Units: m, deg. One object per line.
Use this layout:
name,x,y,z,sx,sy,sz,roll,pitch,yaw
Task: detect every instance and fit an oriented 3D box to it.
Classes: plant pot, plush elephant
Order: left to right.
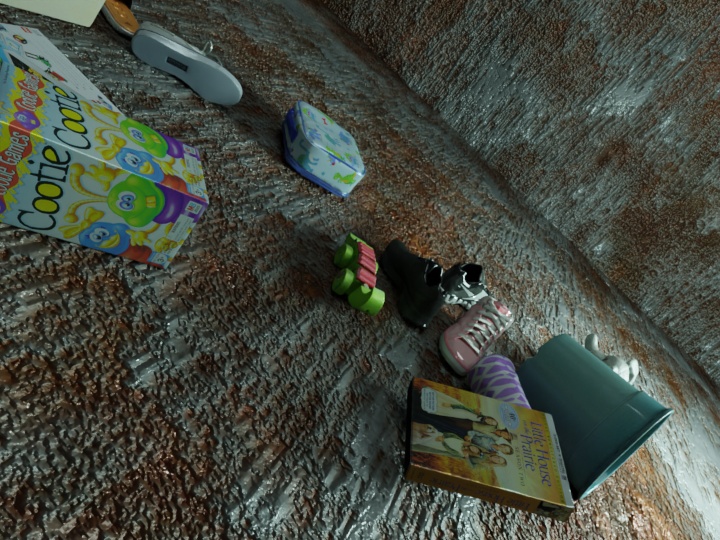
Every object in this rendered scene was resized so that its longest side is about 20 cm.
plant pot,0.358,0.224,0.915,0.199,0.202,0.196,10,32,-50
plush elephant,0.454,0.205,1.110,0.163,0.155,0.201,8,41,-51

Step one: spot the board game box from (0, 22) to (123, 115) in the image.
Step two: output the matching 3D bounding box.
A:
board game box,-0.383,-0.223,0.679,0.200,0.035,0.126,45,24,4

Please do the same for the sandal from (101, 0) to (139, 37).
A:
sandal,-0.440,-0.500,1.009,0.208,0.059,0.079,52,26,19

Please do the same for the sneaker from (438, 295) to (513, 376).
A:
sneaker,0.203,0.101,0.964,0.075,0.105,0.200,46,26,6

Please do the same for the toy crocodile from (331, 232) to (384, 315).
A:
toy crocodile,0.000,0.000,0.868,0.067,0.062,0.201,33,26,-20

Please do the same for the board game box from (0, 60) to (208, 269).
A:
board game box,-0.270,-0.096,0.562,0.198,0.105,0.104,20,33,-39

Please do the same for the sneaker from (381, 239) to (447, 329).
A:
sneaker,0.100,0.006,0.976,0.075,0.091,0.201,21,31,-35

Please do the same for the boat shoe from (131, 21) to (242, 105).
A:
boat shoe,-0.301,-0.376,0.999,0.200,0.075,0.087,22,48,-26

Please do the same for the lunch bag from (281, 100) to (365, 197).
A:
lunch bag,-0.080,-0.246,1.118,0.159,0.083,0.201,28,28,-32

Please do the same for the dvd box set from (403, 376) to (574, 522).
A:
dvd box set,0.152,0.215,0.691,0.197,0.030,0.147,16,33,-2

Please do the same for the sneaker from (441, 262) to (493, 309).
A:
sneaker,0.227,0.031,1.126,0.198,0.091,0.067,15,36,-46

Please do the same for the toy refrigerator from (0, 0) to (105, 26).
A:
toy refrigerator,-0.485,-0.426,0.816,0.076,0.070,0.199,53,26,8

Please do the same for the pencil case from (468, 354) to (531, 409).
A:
pencil case,0.223,0.216,0.829,0.084,0.085,0.201,19,31,-21
